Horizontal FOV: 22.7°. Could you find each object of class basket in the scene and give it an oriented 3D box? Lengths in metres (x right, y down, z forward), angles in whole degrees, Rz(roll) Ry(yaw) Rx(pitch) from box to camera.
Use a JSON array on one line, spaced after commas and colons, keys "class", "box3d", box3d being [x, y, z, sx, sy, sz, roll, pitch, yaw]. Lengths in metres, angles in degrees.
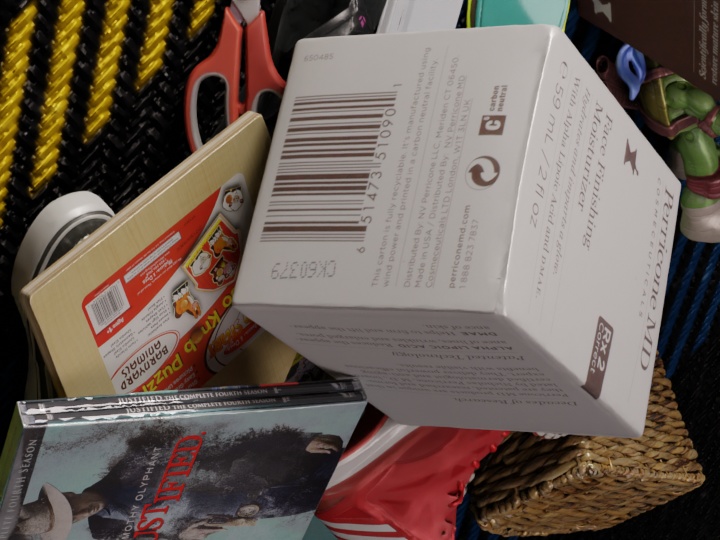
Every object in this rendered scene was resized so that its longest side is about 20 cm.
[{"class": "basket", "box3d": [0.159, 0.125, 1.446, 0.143, 0.149, 0.200, -31, 155, 32]}]

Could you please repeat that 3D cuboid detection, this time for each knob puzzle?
[{"class": "knob puzzle", "box3d": [-0.101, 0.033, 1.020, 0.219, 0.030, 0.220, -26, 127, -41]}]

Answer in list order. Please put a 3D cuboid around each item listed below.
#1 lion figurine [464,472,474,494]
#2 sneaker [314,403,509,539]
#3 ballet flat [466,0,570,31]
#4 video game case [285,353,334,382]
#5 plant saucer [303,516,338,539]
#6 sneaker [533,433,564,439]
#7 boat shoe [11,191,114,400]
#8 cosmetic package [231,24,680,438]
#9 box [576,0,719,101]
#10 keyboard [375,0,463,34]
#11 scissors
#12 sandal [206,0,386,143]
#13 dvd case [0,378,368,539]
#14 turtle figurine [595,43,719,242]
[{"class": "lion figurine", "box3d": [0.040, 0.096, 1.245, 0.122, 0.073, 0.200, -39, 146, 8]}, {"class": "sneaker", "box3d": [0.060, 0.114, 1.146, 0.200, 0.078, 0.116, -25, 120, 9]}, {"class": "ballet flat", "box3d": [0.095, -0.136, 1.136, 0.067, 0.067, 0.201, -4, 107, -11]}, {"class": "video game case", "box3d": [0.000, 0.000, 1.166, 0.200, 0.025, 0.181, -37, 141, -20]}, {"class": "plant saucer", "box3d": [-0.024, 0.165, 1.233, 0.200, 0.027, 0.200, -9, 143, -7]}, {"class": "sneaker", "box3d": [0.141, 0.062, 1.224, 0.082, 0.078, 0.200, -10, 157, 20]}, {"class": "boat shoe", "box3d": [-0.156, 0.048, 1.037, 0.071, 0.064, 0.200, -23, 136, -33]}, {"class": "cosmetic package", "box3d": [0.061, -0.016, 1.000, 0.200, 0.165, 0.165, 37, 59, -53]}, {"class": "box", "box3d": [0.260, -0.240, 1.148, 0.200, 0.164, 0.166, -35, 141, -21]}, {"class": "keyboard", "box3d": [0.026, -0.115, 1.091, 0.056, 0.011, 0.201, 9, 101, -42]}, {"class": "scissors", "box3d": [-0.070, -0.147, 0.994, 0.073, 0.014, 0.201, -3, 115, 6]}, {"class": "sandal", "box3d": [-0.030, -0.107, 1.050, 0.075, 0.048, 0.201, 10, 114, -50]}, {"class": "dvd case", "box3d": [-0.107, 0.119, 1.000, 0.199, 0.022, 0.146, -1, 136, -27]}, {"class": "turtle figurine", "box3d": [0.276, -0.124, 1.287, 0.200, 0.144, 0.194, -34, 143, -16]}]
